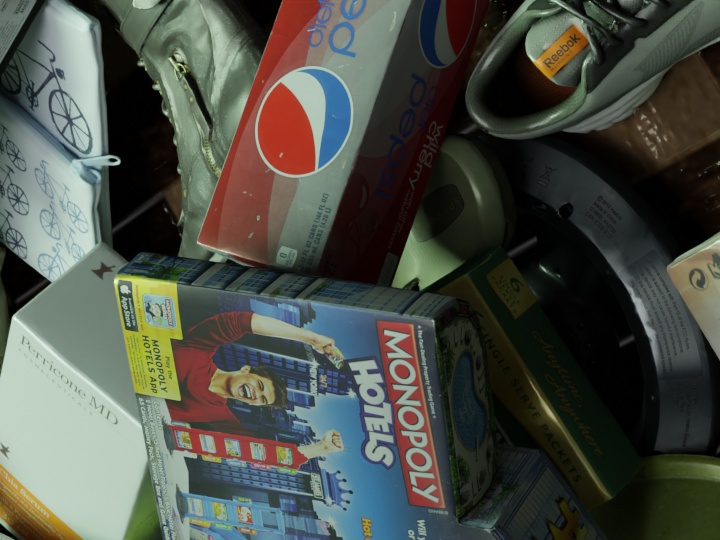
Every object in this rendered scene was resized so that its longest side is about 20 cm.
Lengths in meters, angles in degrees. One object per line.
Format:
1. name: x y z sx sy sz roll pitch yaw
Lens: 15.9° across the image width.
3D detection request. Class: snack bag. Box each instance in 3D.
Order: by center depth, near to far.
1. snack bag: -0.192 -0.092 1.357 0.189 0.021 0.200 37 142 32

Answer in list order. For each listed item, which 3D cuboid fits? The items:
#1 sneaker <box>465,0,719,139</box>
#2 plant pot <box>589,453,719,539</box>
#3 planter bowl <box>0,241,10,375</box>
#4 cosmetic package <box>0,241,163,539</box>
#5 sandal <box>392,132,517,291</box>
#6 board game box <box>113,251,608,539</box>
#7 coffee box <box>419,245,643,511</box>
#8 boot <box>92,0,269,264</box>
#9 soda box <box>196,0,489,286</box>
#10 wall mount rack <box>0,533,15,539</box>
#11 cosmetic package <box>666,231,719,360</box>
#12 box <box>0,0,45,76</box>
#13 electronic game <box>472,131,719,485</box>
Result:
1. sneaker: 0.119 -0.113 1.082 0.074 0.079 0.200 54 133 9
2. plant pot: 0.134 0.216 1.118 0.200 0.190 0.200 17 132 20
3. planter bowl: -0.276 0.021 1.422 0.200 0.200 0.135 31 102 26
4. cosmetic package: -0.136 0.087 1.363 0.101 0.071 0.200 40 146 14
5. sandal: 0.000 -0.001 1.204 0.080 0.057 0.201 56 142 11
6. board game box: 0.009 0.085 1.096 0.200 0.062 0.200 8 123 24
7. coffee box: 0.016 0.086 1.175 0.200 0.044 0.123 -30 92 32
8. boot: -0.085 -0.094 1.269 0.174 0.069 0.200 53 144 14
9. soda box: 0.001 -0.090 1.135 0.070 0.063 0.200 18 86 33
10. wall mount rack: -0.178 0.192 1.395 0.200 0.174 0.075 20 79 39
11. cosmetic package: 0.228 0.051 1.052 0.087 0.103 0.200 -33 86 46
12. box: -0.260 -0.113 1.315 0.160 0.044 0.200 45 113 28
13. electronic game: 0.088 0.030 1.201 0.200 0.042 0.200 27 129 38
